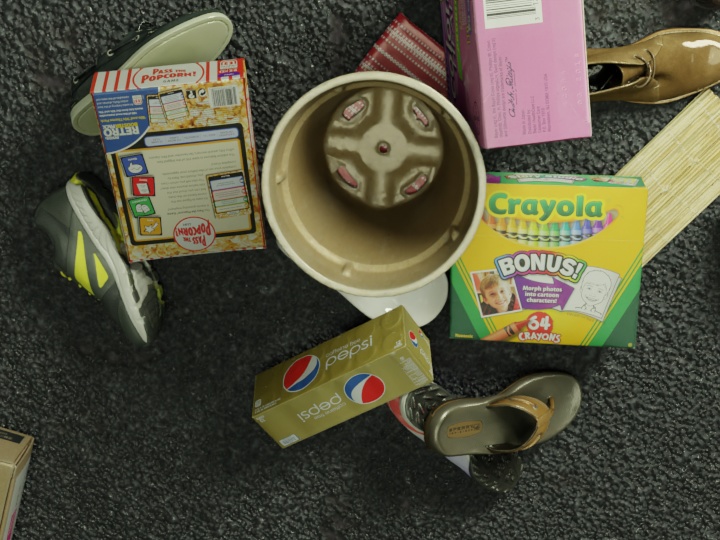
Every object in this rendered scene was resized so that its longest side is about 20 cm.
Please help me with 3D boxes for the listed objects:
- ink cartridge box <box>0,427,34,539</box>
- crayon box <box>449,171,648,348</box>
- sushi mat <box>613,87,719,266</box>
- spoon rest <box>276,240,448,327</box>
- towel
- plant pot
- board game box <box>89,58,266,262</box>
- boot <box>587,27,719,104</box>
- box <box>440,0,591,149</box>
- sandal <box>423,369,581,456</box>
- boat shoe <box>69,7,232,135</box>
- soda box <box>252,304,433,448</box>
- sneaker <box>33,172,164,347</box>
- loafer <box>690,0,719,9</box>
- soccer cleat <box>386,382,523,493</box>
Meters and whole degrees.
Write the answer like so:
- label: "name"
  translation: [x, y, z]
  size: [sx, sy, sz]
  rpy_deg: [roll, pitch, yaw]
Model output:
- label: "ink cartridge box"
  translation: [-0.494, 0.275, 1.217]
  size: [0.163, 0.075, 0.202]
  rpy_deg: [17, 108, -4]
- label: "crayon box"
  translation: [0.194, -0.013, 1.077]
  size: [0.197, 0.058, 0.175]
  rpy_deg: [2, 110, 9]
- label: "sushi mat"
  translation: [0.323, -0.090, 1.077]
  size: [0.096, 0.012, 0.200]
  rpy_deg: [41, 106, -11]
- label: "spoon rest"
  translation: [0.000, 0.000, 1.099]
  size: [0.198, 0.061, 0.100]
  rpy_deg: [24, 118, -3]
- label: "towel"
  translation: [0.036, -0.145, 1.071]
  size: [0.144, 0.023, 0.201]
  rpy_deg: [36, 106, -9]
- label: "plant pot"
  translation: [0.018, -0.101, 0.977]
  size: [0.197, 0.184, 0.203]
  rpy_deg: [2, 109, 5]
- label: "board game box"
  translation: [-0.180, -0.108, 1.042]
  size: [0.149, 0.047, 0.202]
  rpy_deg: [-5, 126, -4]
- label: "boot"
  translation: [0.280, -0.196, 1.012]
  size: [0.197, 0.076, 0.075]
  rpy_deg: [-7, 107, 4]
- label: "box"
  translation: [0.135, -0.212, 0.934]
  size: [0.095, 0.200, 0.178]
  rpy_deg: [-6, 102, -1]
- label: "sandal"
  translation: [0.164, 0.162, 1.115]
  size: [0.198, 0.054, 0.083]
  rpy_deg: [-6, 100, -25]
- label: "boat shoe"
  translation: [-0.220, -0.218, 1.040]
  size: [0.198, 0.074, 0.067]
  rpy_deg: [-34, 61, 21]
- label: "soda box"
  translation: [-0.020, 0.118, 1.120]
  size: [0.198, 0.068, 0.064]
  rpy_deg: [-26, 125, 18]
- label: "sneaker"
  translation: [-0.285, -0.005, 1.118]
  size: [0.084, 0.074, 0.202]
  rpy_deg: [-22, 97, 16]
- label: "loafer"
  translation: [0.347, -0.349, 0.961]
  size: [0.071, 0.063, 0.203]
  rpy_deg: [0, 109, 3]
- label: "soccer cleat"
  translation: [0.108, 0.185, 1.165]
  size: [0.199, 0.073, 0.069]
  rpy_deg: [39, 77, -26]
